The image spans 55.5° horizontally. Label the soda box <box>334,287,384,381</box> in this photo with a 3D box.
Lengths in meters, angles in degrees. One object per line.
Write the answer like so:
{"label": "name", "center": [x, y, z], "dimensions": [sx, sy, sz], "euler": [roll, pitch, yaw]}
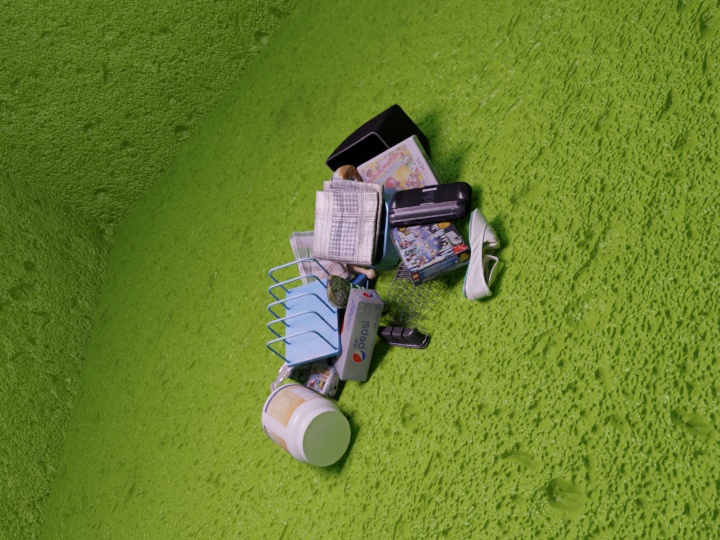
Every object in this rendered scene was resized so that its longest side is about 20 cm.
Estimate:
{"label": "soda box", "center": [-0.005, 0.144, 1.530], "dimensions": [0.068, 0.062, 0.203], "euler": [-122, 40, -60]}

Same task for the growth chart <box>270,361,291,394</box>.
{"label": "growth chart", "center": [-0.163, 0.217, 1.659], "dimensions": [0.201, 0.018, 0.145], "euler": [-55, 7, 0]}

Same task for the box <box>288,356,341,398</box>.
{"label": "box", "center": [-0.099, 0.224, 1.685], "dimensions": [0.199, 0.040, 0.139], "euler": [9, 72, 57]}

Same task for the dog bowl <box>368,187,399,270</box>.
{"label": "dog bowl", "center": [0.046, -0.098, 1.657], "dimensions": [0.111, 0.049, 0.204], "euler": [16, 106, 44]}

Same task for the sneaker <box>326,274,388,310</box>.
{"label": "sneaker", "center": [-0.004, 0.055, 1.568], "dimensions": [0.088, 0.199, 0.078], "euler": [-16, 61, 30]}

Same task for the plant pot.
{"label": "plant pot", "center": [0.063, -0.304, 1.764], "dimensions": [0.198, 0.200, 0.179], "euler": [-22, 34, 45]}

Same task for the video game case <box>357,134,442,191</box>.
{"label": "video game case", "center": [0.103, -0.204, 1.642], "dimensions": [0.199, 0.184, 0.023], "euler": [-21, 14, 46]}

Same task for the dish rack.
{"label": "dish rack", "center": [0.112, 0.066, 1.516], "dimensions": [0.152, 0.054, 0.203], "euler": [-1, 62, 53]}

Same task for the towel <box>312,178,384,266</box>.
{"label": "towel", "center": [-0.035, -0.119, 1.648], "dimensions": [0.190, 0.034, 0.204], "euler": [8, 92, 37]}

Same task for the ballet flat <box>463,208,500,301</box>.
{"label": "ballet flat", "center": [0.253, -0.033, 1.392], "dimensions": [0.069, 0.069, 0.203], "euler": [-17, 56, 48]}

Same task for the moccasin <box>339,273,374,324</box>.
{"label": "moccasin", "center": [-0.033, 0.082, 1.682], "dimensions": [0.200, 0.068, 0.080], "euler": [-43, 11, -19]}

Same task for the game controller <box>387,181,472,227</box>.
{"label": "game controller", "center": [0.155, -0.150, 1.546], "dimensions": [0.197, 0.042, 0.105], "euler": [-5, 44, 26]}

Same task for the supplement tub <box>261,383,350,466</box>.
{"label": "supplement tub", "center": [-0.123, 0.346, 1.536], "dimensions": [0.199, 0.143, 0.146], "euler": [13, 75, 57]}

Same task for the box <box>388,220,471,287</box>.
{"label": "box", "center": [0.150, -0.056, 1.499], "dimensions": [0.135, 0.040, 0.201], "euler": [-24, 33, 1]}

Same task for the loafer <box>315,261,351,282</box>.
{"label": "loafer", "center": [-0.113, 0.056, 1.693], "dimensions": [0.199, 0.063, 0.072], "euler": [-41, -9, -1]}

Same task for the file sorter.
{"label": "file sorter", "center": [-0.134, 0.092, 1.562], "dimensions": [0.137, 0.123, 0.203], "euler": [-17, 54, 19]}

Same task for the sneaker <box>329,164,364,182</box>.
{"label": "sneaker", "center": [0.002, -0.183, 1.750], "dimensions": [0.076, 0.201, 0.087], "euler": [-48, 19, -28]}

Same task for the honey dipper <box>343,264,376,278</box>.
{"label": "honey dipper", "center": [0.000, 0.000, 1.660], "dimensions": [0.038, 0.038, 0.200], "euler": [-60, 17, -1]}

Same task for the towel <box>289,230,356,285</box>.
{"label": "towel", "center": [-0.097, -0.033, 1.794], "dimensions": [0.031, 0.147, 0.202], "euler": [96, 160, -47]}
